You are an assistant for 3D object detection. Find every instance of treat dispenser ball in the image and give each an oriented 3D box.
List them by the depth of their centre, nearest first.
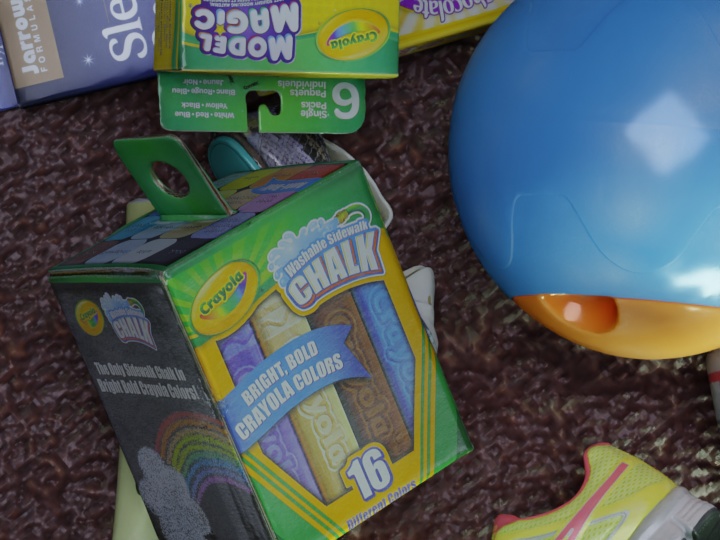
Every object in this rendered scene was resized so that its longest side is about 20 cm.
[{"bbox_3d":[0.142,-0.057,1.251,0.199,0.201,0.203,0,83,-3],"label":"treat dispenser ball"}]

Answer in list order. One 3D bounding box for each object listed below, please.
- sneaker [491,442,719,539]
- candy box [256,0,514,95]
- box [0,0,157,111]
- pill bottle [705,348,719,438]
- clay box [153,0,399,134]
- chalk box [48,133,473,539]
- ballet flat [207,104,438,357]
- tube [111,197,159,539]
[{"bbox_3d":[0.087,0.170,1.292,0.200,0.078,0.090,-44,65,-3],"label":"sneaker"},{"bbox_3d":[0.020,-0.163,1.309,0.199,0.026,0.103,-18,88,-27],"label":"candy box"},{"bbox_3d":[-0.124,-0.157,1.319,0.198,0.032,0.122,-13,94,0],"label":"box"},{"bbox_3d":[0.242,0.126,1.280,0.108,0.109,0.202,-10,84,-4],"label":"pill bottle"},{"bbox_3d":[-0.039,-0.166,1.223,0.114,0.048,0.202,-1,93,-23],"label":"clay box"},{"bbox_3d":[-0.057,0.023,1.226,0.123,0.124,0.201,-29,106,-30],"label":"chalk box"},{"bbox_3d":[0.000,0.000,1.307,0.072,0.072,0.201,-31,87,-6],"label":"ballet flat"},{"bbox_3d":[-0.091,0.064,1.301,0.058,0.052,0.202,-2,87,31],"label":"tube"}]
